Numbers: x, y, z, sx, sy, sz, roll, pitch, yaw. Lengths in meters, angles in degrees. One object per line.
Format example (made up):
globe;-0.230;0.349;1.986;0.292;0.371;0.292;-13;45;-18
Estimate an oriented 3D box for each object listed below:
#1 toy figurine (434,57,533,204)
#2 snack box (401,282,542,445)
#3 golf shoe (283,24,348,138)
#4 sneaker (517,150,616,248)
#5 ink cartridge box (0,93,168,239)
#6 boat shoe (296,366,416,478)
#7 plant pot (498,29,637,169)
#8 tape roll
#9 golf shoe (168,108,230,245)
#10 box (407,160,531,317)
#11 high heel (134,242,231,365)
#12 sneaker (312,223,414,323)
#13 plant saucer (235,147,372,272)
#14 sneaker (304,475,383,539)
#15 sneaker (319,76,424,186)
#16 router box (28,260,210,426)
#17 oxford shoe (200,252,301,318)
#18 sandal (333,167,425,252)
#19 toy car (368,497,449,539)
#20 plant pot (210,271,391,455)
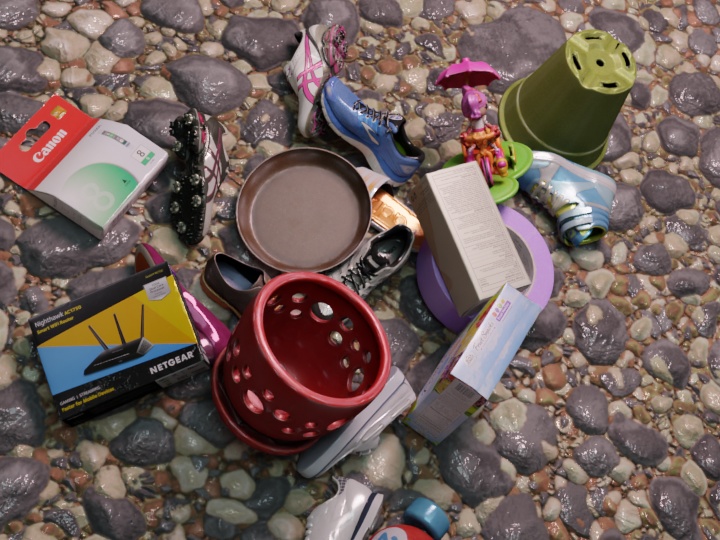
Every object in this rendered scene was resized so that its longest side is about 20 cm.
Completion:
toy figurine;0.171;-0.221;1.742;0.150;0.185;0.200;-13;31;9
snack box;0.150;0.132;1.593;0.068;0.200;0.169;35;59;2
golf shoe;-0.078;-0.294;1.823;0.092;0.073;0.201;1;64;19
sneaker;0.311;-0.108;1.834;0.199;0.080;0.131;15;60;-9
ink cartridge box;-0.402;-0.160;1.660;0.200;0.050;0.161;35;59;0
boat shoe;0.000;0.219;1.579;0.200;0.074;0.065;-43;106;-17
plant pot;0.349;-0.284;1.869;0.199;0.190;0.201;7;62;-14
tape roll;0.187;0.000;1.738;0.199;0.066;0.201;8;67;-19
golf shoe;-0.224;-0.133;1.683;0.088;0.077;0.201;11;75;-47
box;0.154;-0.045;1.662;0.095;0.078;0.201;-15;75;-25
high heel;-0.243;0.046;1.608;0.096;0.067;0.200;-9;67;-42
sneaker;0.000;0.000;1.675;0.076;0.088;0.200;43;67;4
plant saucer;-0.082;-0.084;1.703;0.199;0.032;0.201;0;70;0
sneaker;-0.044;0.360;1.502;0.080;0.077;0.200;26;54;10
sneaker;0.023;-0.224;1.768;0.200;0.089;0.079;44;40;-14
router box;-0.315;0.096;1.518;0.199;0.051;0.150;-23;71;-3
oxford shoe;-0.135;0.047;1.622;0.200;0.073;0.071;32;59;0
sandal;0.029;-0.108;1.758;0.206;0.059;0.079;33;59;0
toy car;0.098;0.385;1.446;0.177;0.200;0.184;44;60;1
plant pot;-0.089;0.130;1.508;0.200;0.183;0.201;22;45;-24
